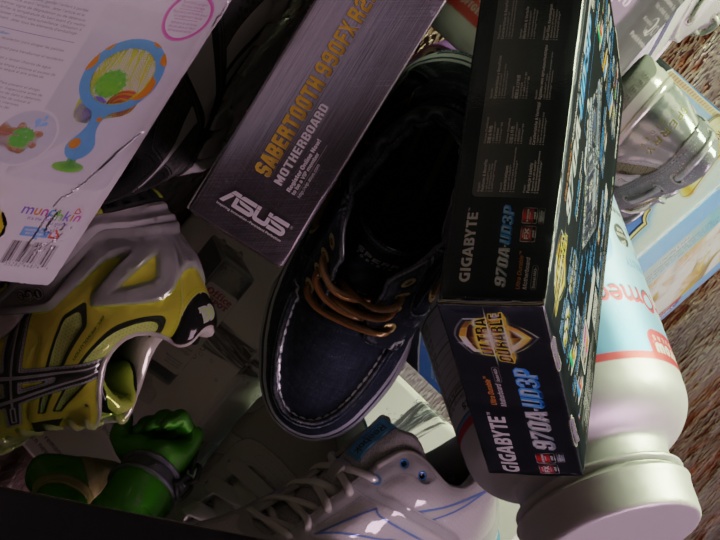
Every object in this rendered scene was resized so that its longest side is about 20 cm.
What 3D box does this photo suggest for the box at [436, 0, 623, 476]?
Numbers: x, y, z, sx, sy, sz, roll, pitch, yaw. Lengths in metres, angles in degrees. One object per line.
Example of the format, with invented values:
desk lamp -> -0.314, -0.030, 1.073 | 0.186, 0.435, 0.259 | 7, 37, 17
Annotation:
box -> 0.076, -0.035, 1.166 | 0.159, 0.046, 0.201 | 71, 25, -60

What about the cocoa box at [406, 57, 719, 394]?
cocoa box -> 0.113, -0.020, 1.585 | 0.200, 0.131, 0.134 | -39, 159, -20

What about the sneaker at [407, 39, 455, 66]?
sneaker -> 0.066, -0.095, 1.430 | 0.080, 0.088, 0.201 | -36, -161, 55

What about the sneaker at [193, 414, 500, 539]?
sneaker -> -0.012, 0.110, 1.281 | 0.199, 0.075, 0.087 | -7, 116, -40

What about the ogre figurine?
ogre figurine -> -0.169, 0.140, 1.275 | 0.120, 0.199, 0.099 | -80, 161, -60

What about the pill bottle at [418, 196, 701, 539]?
pill bottle -> 0.087, 0.037, 1.283 | 0.108, 0.201, 0.109 | -15, 155, -7

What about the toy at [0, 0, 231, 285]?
toy -> -0.127, -0.085, 1.073 | 0.115, 0.047, 0.201 | 7, 123, -44

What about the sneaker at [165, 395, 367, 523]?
sneaker -> -0.066, 0.135, 1.344 | 0.200, 0.076, 0.081 | -54, 167, 21

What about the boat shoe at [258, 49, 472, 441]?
boat shoe -> 0.000, 0.000, 1.221 | 0.091, 0.071, 0.201 | -63, 178, -68

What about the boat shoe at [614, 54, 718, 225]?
boat shoe -> 0.146, -0.057, 1.424 | 0.074, 0.065, 0.202 | -48, 174, -8

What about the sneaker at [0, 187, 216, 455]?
sneaker -> -0.147, 0.049, 1.241 | 0.200, 0.077, 0.075 | -42, 166, 27

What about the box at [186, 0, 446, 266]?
box -> -0.007, -0.092, 1.187 | 0.159, 0.048, 0.200 | -59, -177, 9

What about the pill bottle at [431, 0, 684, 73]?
pill bottle -> 0.120, -0.176, 1.326 | 0.200, 0.116, 0.116 | -49, 160, 5

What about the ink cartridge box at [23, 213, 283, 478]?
ink cartridge box -> -0.064, 0.041, 1.408 | 0.200, 0.085, 0.146 | -47, 160, 6

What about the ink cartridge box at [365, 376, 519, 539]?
ink cartridge box -> 0.007, 0.120, 1.534 | 0.084, 0.200, 0.145 | -42, 160, -13

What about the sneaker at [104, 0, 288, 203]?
sneaker -> -0.085, -0.094, 1.133 | 0.090, 0.066, 0.200 | -35, 160, -36

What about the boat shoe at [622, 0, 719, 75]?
boat shoe -> 0.174, -0.155, 1.488 | 0.067, 0.074, 0.201 | 24, 106, -26

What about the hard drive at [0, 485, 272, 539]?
hard drive -> -0.136, 0.149, 1.158 | 0.199, 0.038, 0.140 | 15, 134, -31
